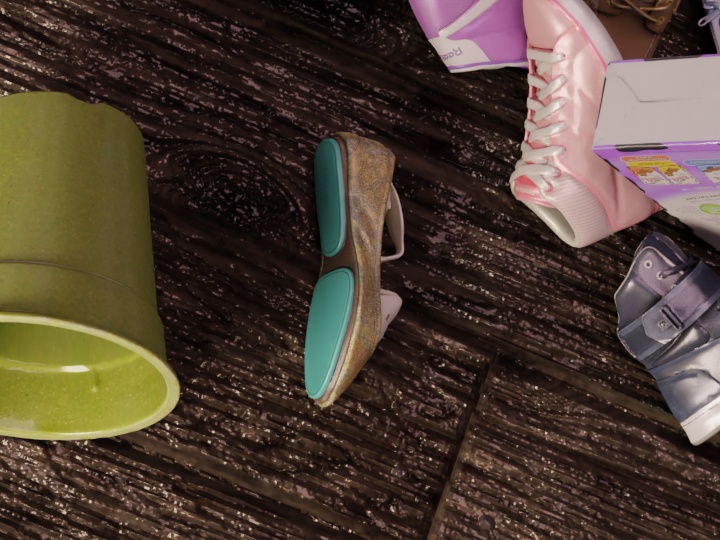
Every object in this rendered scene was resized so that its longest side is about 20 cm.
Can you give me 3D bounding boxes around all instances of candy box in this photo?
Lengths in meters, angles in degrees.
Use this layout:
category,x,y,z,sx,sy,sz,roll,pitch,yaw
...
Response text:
category,x,y,z,sx,sy,sz,roll,pitch,yaw
candy box,0.287,-0.081,1.665,0.200,0.167,0.072,33,64,-49

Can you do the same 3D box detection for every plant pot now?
category,x,y,z,sx,sy,sz,roll,pitch,yaw
plant pot,-0.213,-0.012,1.574,0.198,0.200,0.191,8,64,-12

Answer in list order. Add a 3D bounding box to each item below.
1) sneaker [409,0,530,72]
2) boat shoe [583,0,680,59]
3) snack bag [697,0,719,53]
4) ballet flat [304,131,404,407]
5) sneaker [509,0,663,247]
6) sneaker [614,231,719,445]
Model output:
category,x,y,z,sx,sy,sz,roll,pitch,yaw
sneaker,0.126,-0.217,1.763,0.200,0.073,0.115,-33,105,-22
boat shoe,0.207,-0.219,1.740,0.073,0.066,0.202,14,102,-7
snack bag,0.348,-0.204,1.800,0.187,0.021,0.201,-2,59,-14
ballet flat,0.000,0.000,1.677,0.070,0.071,0.202,5,76,-13
sneaker,0.147,-0.108,1.709,0.104,0.075,0.201,-32,110,-14
sneaker,0.279,0.012,1.697,0.202,0.077,0.147,-38,84,17
